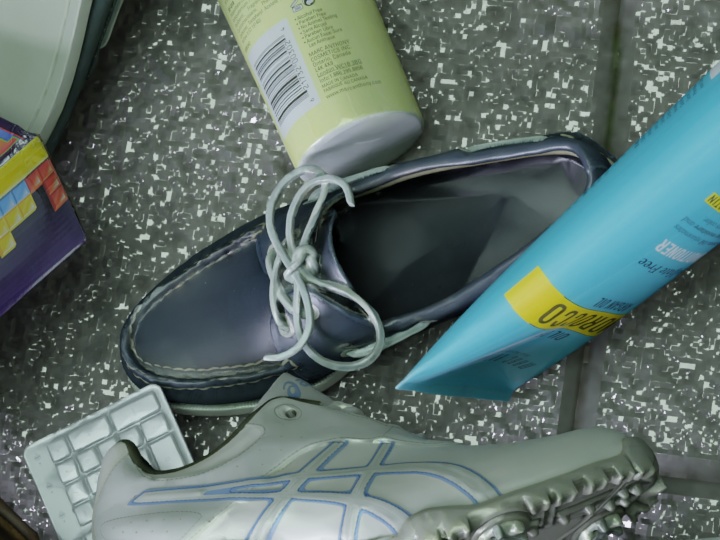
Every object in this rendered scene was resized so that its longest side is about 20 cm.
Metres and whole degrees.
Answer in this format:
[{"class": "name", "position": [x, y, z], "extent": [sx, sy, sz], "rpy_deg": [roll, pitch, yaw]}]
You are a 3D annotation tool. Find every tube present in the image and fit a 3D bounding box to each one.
[{"class": "tube", "position": [-0.035, -0.129, 0.980], "extent": [0.058, 0.052, 0.201], "rpy_deg": [-16, 68, -22]}, {"class": "tube", "position": [0.100, -0.021, 0.874], "extent": [0.200, 0.077, 0.051], "rpy_deg": [-42, 59, 22]}]

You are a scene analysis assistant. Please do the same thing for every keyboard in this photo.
[{"class": "keyboard", "position": [-0.057, 0.139, 0.915], "extent": [0.056, 0.011, 0.201], "rpy_deg": [-28, 73, 7]}]

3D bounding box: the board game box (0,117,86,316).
[{"class": "board game box", "position": [-0.225, 0.006, 0.930], "extent": [0.165, 0.057, 0.200], "rpy_deg": [26, 58, 39]}]

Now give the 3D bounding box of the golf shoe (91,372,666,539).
[{"class": "golf shoe", "position": [0.000, 0.071, 0.885], "extent": [0.199, 0.078, 0.098], "rpy_deg": [-16, 65, 3]}]

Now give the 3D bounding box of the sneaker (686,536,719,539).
[{"class": "sneaker", "position": [0.157, 0.147, 0.859], "extent": [0.199, 0.074, 0.119], "rpy_deg": [-2, 82, 16]}]

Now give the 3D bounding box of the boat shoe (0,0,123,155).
[{"class": "boat shoe", "position": [-0.107, -0.106, 0.978], "extent": [0.073, 0.062, 0.201], "rpy_deg": [36, 114, 33]}]

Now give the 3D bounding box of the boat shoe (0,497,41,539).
[{"class": "boat shoe", "position": [-0.164, 0.081, 0.920], "extent": [0.202, 0.075, 0.075], "rpy_deg": [37, 46, 20]}]

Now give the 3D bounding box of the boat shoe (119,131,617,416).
[{"class": "boat shoe", "position": [0.000, 0.000, 0.935], "extent": [0.199, 0.062, 0.075], "rpy_deg": [-15, 75, 12]}]
